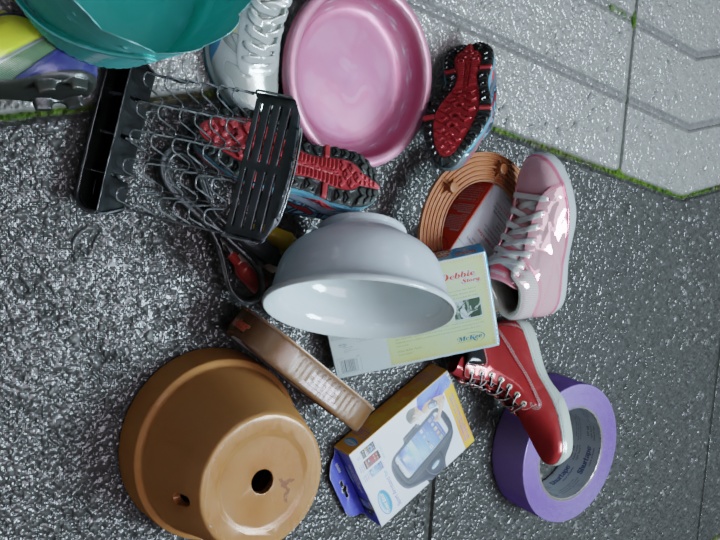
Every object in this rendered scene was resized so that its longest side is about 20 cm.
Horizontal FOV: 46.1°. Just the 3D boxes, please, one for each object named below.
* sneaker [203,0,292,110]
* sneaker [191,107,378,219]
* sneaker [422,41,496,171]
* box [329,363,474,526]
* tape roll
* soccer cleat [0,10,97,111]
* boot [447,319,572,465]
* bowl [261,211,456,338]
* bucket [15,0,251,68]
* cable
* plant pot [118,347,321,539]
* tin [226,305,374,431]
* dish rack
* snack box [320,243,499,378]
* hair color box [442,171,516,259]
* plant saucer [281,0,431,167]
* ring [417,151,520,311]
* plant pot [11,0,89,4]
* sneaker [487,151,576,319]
[{"bbox_3d":[-0.109,-0.254,0.844,0.076,0.080,0.204,-11,106,-35],"label":"sneaker"},{"bbox_3d":[-0.086,-0.093,0.876,0.197,0.095,0.080,21,60,-18],"label":"sneaker"},{"bbox_3d":[0.132,-0.179,1.002,0.096,0.078,0.202,65,35,-43],"label":"sneaker"},{"bbox_3d":[0.051,0.226,1.072,0.199,0.041,0.120,-37,118,-27],"label":"box"},{"bbox_3d":[0.284,0.256,1.229,0.197,0.065,0.204,-8,103,-34],"label":"tape roll"},{"bbox_3d":[-0.327,-0.184,0.723,0.197,0.065,0.085,-3,71,-31],"label":"soccer cleat"},{"bbox_3d":[0.186,0.164,1.098,0.142,0.072,0.203,-4,63,-34],"label":"boot"},{"bbox_3d":[0.000,0.000,0.872,0.199,0.200,0.092,18,66,-36],"label":"bowl"},{"bbox_3d":[-0.189,-0.267,0.690,0.204,0.134,0.212,1,89,-35],"label":"bucket"},{"bbox_3d":[-0.147,-0.040,0.889,0.199,0.050,0.098,39,77,-22],"label":"cable"},{"bbox_3d":[-0.132,0.193,0.872,0.197,0.139,0.204,-6,101,-34],"label":"plant pot"},{"bbox_3d":[-0.064,0.110,0.922,0.200,0.111,0.042,44,74,-32],"label":"tin"},{"bbox_3d":[-0.155,-0.110,0.781,0.054,0.197,0.156,13,91,-72],"label":"dish rack"},{"bbox_3d":[0.056,0.047,0.982,0.196,0.037,0.118,-11,108,1],"label":"snack box"},{"bbox_3d":[0.138,-0.024,1.075,0.102,0.061,0.201,46,71,-32],"label":"hair color box"},{"bbox_3d":[-0.009,-0.217,0.940,0.198,0.050,0.205,-8,102,-37],"label":"plant saucer"},{"bbox_3d":[0.152,-0.042,1.034,0.198,0.019,0.205,-5,99,-34],"label":"ring"},{"bbox_3d":[-0.257,-0.323,0.741,0.197,0.027,0.204,0,91,-37],"label":"plant pot"},{"bbox_3d":[0.197,-0.035,1.008,0.103,0.075,0.204,-14,109,-37],"label":"sneaker"}]
